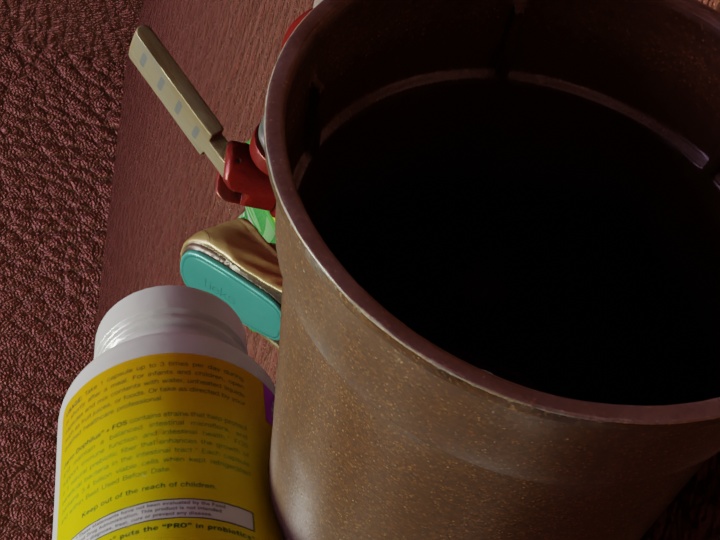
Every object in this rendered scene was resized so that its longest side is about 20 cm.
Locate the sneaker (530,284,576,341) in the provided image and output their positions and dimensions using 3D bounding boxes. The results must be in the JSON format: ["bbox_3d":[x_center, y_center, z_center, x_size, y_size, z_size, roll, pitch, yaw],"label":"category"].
[{"bbox_3d":[0.058,-0.024,0.731,0.200,0.084,0.078,-111,35,-63],"label":"sneaker"}]

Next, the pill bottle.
[{"bbox_3d":[-0.079,0.099,0.645,0.201,0.103,0.105,-100,25,-49],"label":"pill bottle"}]

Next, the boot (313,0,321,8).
[{"bbox_3d":[0.035,-0.145,0.817,0.145,0.070,0.202,-11,45,38],"label":"boot"}]

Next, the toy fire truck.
[{"bbox_3d":[-0.044,-0.104,0.951,0.177,0.197,0.130,118,157,-49],"label":"toy fire truck"}]

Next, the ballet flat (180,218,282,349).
[{"bbox_3d":[-0.026,0.029,0.948,0.063,0.199,0.069,-35,-25,-40],"label":"ballet flat"}]

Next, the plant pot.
[{"bbox_3d":[0.050,0.026,0.549,0.199,0.197,0.202,106,166,-49],"label":"plant pot"}]

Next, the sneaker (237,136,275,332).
[{"bbox_3d":[-0.069,-0.012,1.098,0.201,0.082,0.075,81,-169,-47],"label":"sneaker"}]
